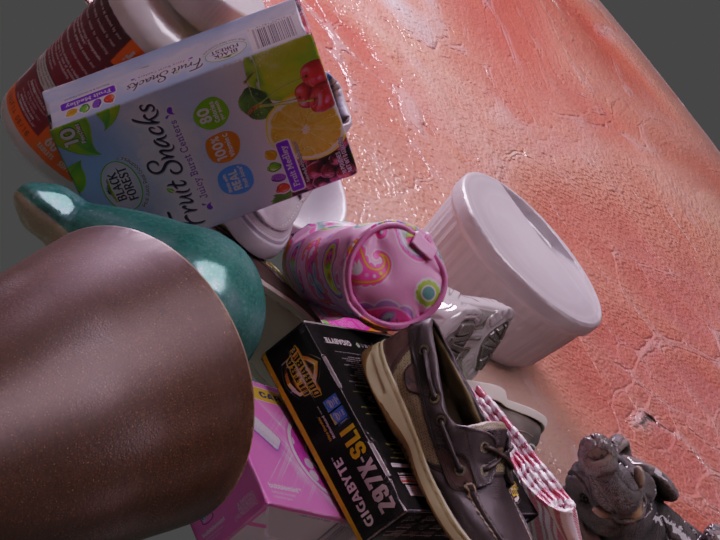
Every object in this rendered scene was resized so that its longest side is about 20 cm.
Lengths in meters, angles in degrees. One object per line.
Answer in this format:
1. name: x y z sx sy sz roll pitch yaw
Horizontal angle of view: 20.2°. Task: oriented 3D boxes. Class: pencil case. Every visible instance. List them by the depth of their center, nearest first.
1. pencil case: 0.000 0.000 1.543 0.087 0.088 0.200 43 -9 -12

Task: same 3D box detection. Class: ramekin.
1. ramekin: 0.141 0.007 2.019 0.202 0.094 0.203 40 22 -20

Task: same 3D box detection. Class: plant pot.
1. plant pot: -0.191 0.089 1.129 0.187 0.187 0.200 52 36 10

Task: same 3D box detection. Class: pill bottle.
1. pill bottle: -0.171 -0.157 1.533 0.109 0.200 0.110 40 22 -20

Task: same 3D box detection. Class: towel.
1. towel: 0.129 0.195 1.597 0.200 0.030 0.147 -128 -160 -56

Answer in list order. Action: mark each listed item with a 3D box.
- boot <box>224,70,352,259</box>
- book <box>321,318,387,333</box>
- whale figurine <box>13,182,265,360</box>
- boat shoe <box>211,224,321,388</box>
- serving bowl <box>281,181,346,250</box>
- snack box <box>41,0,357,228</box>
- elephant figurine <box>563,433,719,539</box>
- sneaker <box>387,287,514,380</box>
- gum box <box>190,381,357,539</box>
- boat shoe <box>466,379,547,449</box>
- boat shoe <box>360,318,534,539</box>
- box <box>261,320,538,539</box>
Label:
1. boot: -0.058 -0.094 1.621 0.073 0.096 0.200 38 26 -21
2. book: 0.004 0.066 1.712 0.134 0.048 0.200 49 19 4
3. whale figurine: -0.150 -0.005 1.429 0.200 0.104 0.159 41 0 14
4. boat shoe: -0.079 0.030 1.575 0.200 0.072 0.060 41 24 -2
5. serving bowl: -0.105 -0.092 1.735 0.200 0.066 0.200 39 26 -23
6. snack box: -0.115 -0.100 1.488 0.053 0.199 0.143 -110 180 -47
7. elephant figurine: 0.226 0.207 1.762 0.200 0.155 0.142 53 42 -11
8. sneaker: 0.067 0.038 1.745 0.099 0.078 0.200 34 3 19
9. gum box: -0.045 0.149 1.428 0.200 0.066 0.114 21 35 -51
10. boat shoe: 0.111 0.139 1.770 0.202 0.072 0.061 34 64 -65
11. boat shoe: 0.071 0.123 1.387 0.200 0.065 0.073 58 21 15
12. box: 0.031 0.121 1.466 0.200 0.049 0.160 11 46 -58
